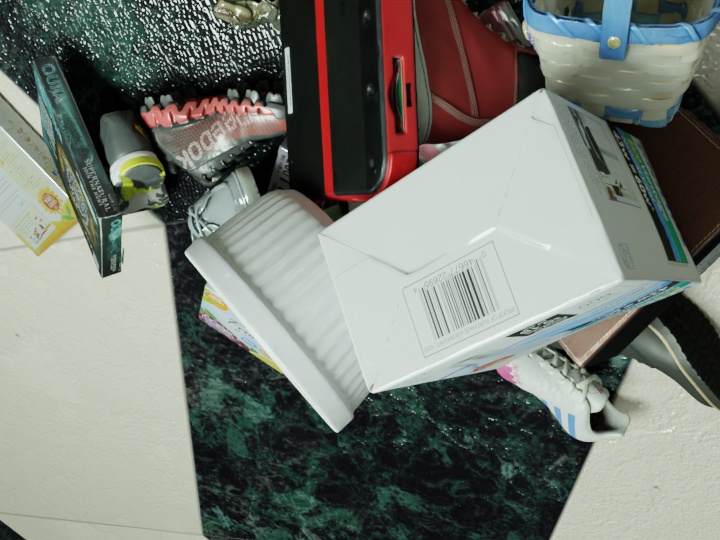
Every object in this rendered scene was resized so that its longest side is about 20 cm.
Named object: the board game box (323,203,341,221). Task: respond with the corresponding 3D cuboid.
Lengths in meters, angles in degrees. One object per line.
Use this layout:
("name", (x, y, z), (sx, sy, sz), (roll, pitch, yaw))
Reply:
("board game box", (0.000, 0.000, 0.751), (0.196, 0.029, 0.137), (-20, 106, 27))

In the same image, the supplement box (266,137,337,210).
("supplement box", (-0.001, -0.059, 0.806), (0.197, 0.061, 0.110), (27, 134, 1))

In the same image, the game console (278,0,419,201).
("game console", (-0.015, -0.157, 0.594), (0.176, 0.030, 0.206), (9, 103, 61))

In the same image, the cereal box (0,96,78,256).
("cereal box", (-0.447, -0.126, 0.979), (0.142, 0.040, 0.201), (-25, 113, 38))

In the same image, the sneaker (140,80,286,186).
("sneaker", (-0.136, -0.139, 0.784), (0.196, 0.071, 0.100), (0, 108, 28))

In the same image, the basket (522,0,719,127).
("basket", (0.180, -0.211, 0.512), (0.136, 0.179, 0.202), (13, 143, 16))

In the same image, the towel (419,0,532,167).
("towel", (0.085, -0.124, 0.693), (0.198, 0.030, 0.148), (-30, 101, 29))

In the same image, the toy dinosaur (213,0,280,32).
("toy dinosaur", (-0.034, -0.239, 0.686), (0.195, 0.048, 0.089), (17, 137, 5))

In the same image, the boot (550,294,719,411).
("boot", (0.272, 0.074, 0.785), (0.201, 0.077, 0.138), (50, 137, -1))

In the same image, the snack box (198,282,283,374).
("snack box", (-0.101, 0.075, 0.939), (0.198, 0.054, 0.142), (33, 155, -3))

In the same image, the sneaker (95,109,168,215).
("sneaker", (-0.258, -0.118, 0.860), (0.199, 0.073, 0.087), (-27, 80, 67))

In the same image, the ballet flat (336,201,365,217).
("ballet flat", (-0.001, -0.081, 0.665), (0.070, 0.070, 0.205), (-24, 83, 38))

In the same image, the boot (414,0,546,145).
("boot", (0.082, -0.196, 0.611), (0.140, 0.205, 0.073), (-5, 163, -14))

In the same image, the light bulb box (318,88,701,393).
("light bulb box", (0.112, -0.010, 0.556), (0.196, 0.198, 0.128), (-29, 72, 33))

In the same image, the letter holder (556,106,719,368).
("letter holder", (0.225, -0.042, 0.655), (0.143, 0.100, 0.201), (51, 118, 24))

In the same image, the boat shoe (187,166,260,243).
("boat shoe", (-0.148, -0.052, 0.818), (0.072, 0.070, 0.200), (70, 160, 4))

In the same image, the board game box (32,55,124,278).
("board game box", (-0.308, -0.110, 0.838), (0.203, 0.028, 0.136), (63, 153, 15))

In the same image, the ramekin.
("ramekin", (-0.049, 0.026, 0.656), (0.200, 0.105, 0.201), (47, 169, 11))

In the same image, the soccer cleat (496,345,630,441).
("soccer cleat", (0.219, 0.115, 0.832), (0.199, 0.071, 0.086), (42, 155, -21))
